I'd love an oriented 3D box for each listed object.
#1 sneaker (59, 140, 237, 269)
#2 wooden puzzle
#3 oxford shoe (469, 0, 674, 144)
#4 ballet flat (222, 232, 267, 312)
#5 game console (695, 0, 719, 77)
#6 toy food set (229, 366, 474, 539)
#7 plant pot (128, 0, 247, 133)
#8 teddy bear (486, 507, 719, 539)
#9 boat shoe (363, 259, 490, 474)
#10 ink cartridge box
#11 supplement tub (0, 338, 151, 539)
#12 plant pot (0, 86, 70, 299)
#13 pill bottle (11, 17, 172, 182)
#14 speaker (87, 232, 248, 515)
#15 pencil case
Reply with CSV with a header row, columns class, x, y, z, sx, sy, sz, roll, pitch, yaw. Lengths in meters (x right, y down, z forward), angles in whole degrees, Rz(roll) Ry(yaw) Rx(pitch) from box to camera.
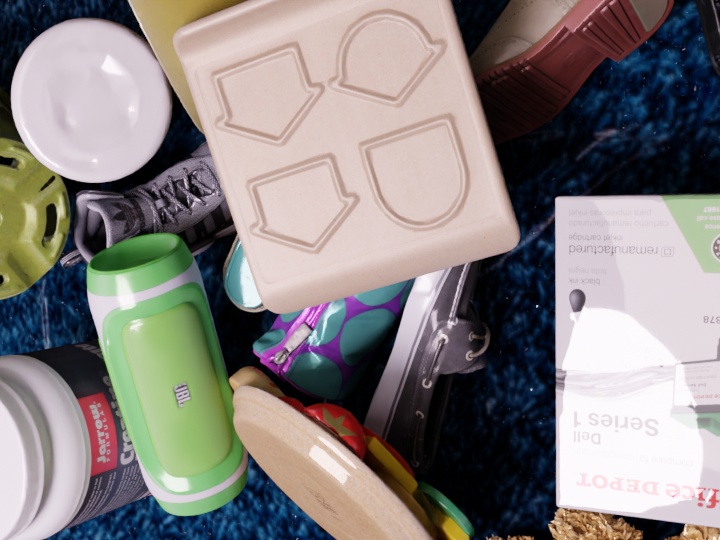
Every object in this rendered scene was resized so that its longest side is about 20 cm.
class,x,y,z,sx,sy,sz,roll,pitch,yaw
sneaker,-0.151,-0.051,0.859,0.199,0.113,0.076,-35,78,26
wooden puzzle,-0.007,-0.087,0.705,0.182,0.046,0.203,-15,103,19
oxford shoe,0.118,-0.154,0.744,0.199,0.070,0.076,-32,52,28
ballet flat,-0.049,-0.060,0.811,0.067,0.062,0.202,34,115,8
game console,0.273,-0.224,0.618,0.116,0.173,0.204,-18,85,56
toy food set,-0.013,0.147,0.774,0.198,0.049,0.199,47,159,-11
plant pot,-0.095,-0.223,0.791,0.140,0.200,0.203,-25,81,0
teddy bear,0.167,0.226,0.734,0.197,0.066,0.148,6,99,29
boat shoe,0.060,0.057,0.781,0.065,0.070,0.203,26,106,16
ink cartridge box,0.202,0.053,0.691,0.144,0.084,0.204,1,94,29
supplement tub,-0.240,0.132,0.873,0.138,0.199,0.143,3,95,27
plant pot,-0.321,-0.060,0.870,0.189,0.197,0.204,22,105,50
pill bottle,-0.201,-0.129,0.829,0.109,0.200,0.113,-2,99,-11
speaker,-0.143,0.079,0.820,0.087,0.088,0.203,-1,114,28
pencil case,0.000,0.000,0.794,0.085,0.092,0.202,37,109,21
